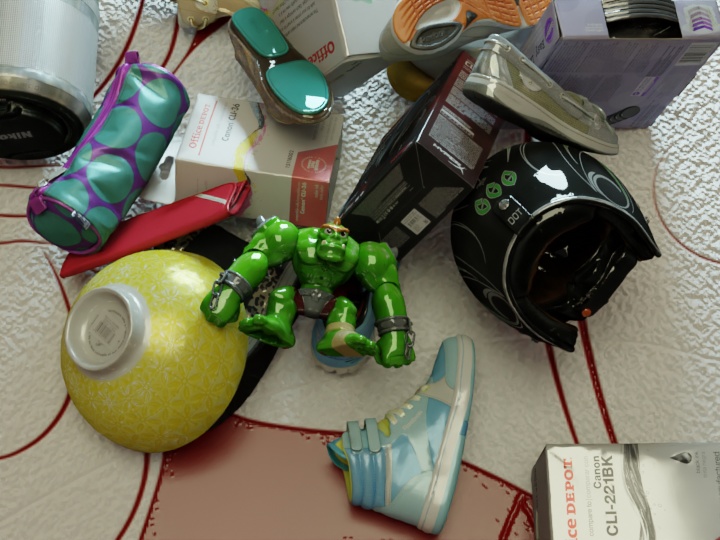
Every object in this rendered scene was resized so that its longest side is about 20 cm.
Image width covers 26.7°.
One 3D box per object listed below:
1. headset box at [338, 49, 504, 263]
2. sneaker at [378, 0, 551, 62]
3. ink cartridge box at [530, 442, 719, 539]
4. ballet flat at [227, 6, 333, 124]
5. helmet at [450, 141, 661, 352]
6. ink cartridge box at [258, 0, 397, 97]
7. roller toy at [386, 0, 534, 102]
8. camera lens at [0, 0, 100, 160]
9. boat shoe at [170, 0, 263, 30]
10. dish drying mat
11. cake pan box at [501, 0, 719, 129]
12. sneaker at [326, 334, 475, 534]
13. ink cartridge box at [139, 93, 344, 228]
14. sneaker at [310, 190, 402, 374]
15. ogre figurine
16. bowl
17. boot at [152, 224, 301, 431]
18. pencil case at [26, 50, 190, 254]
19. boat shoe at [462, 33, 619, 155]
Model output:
[{"bbox_3d":[0.068,-0.115,1.511,0.077,0.149,0.200,37,41,-10],"label":"headset box"},{"bbox_3d":[0.103,-0.257,1.513,0.199,0.092,0.076,-17,88,-24],"label":"sneaker"},{"bbox_3d":[0.268,0.242,1.434,0.199,0.084,0.145,-1,68,-1],"label":"ink cartridge box"},{"bbox_3d":[-0.080,-0.194,1.557,0.068,0.068,0.200,-14,46,-17],"label":"ballet flat"},{"bbox_3d":[0.183,-0.031,1.485,0.199,0.201,0.191,-4,22,-11],"label":"helmet"},{"bbox_3d":[-0.039,-0.293,1.593,0.084,0.145,0.201,-9,81,-32],"label":"ink cartridge box"},{"bbox_3d":[0.119,-0.280,1.625,0.181,0.140,0.201,1,75,5],"label":"roller toy"},{"bbox_3d":[-0.355,-0.227,1.580,0.159,0.160,0.201,1,66,-1],"label":"camera lens"},{"bbox_3d":[-0.184,-0.299,1.669,0.199,0.074,0.069,27,92,1],"label":"boat shoe"},{"bbox_3d":[-0.207,-0.043,1.515,0.199,0.018,0.077,-18,25,20],"label":"dish drying mat"},{"bbox_3d":[0.249,-0.209,1.546,0.183,0.200,0.053,-5,69,-16],"label":"cake pan box"},{"bbox_3d":[0.039,0.145,1.474,0.130,0.080,0.201,12,66,2],"label":"sneaker"},{"bbox_3d":[-0.123,-0.117,1.568,0.199,0.068,0.117,8,43,2],"label":"ink cartridge box"},{"bbox_3d":[0.000,0.000,1.528,0.078,0.090,0.201,9,67,3],"label":"sneaker"},{"bbox_3d":[-0.042,0.016,1.429,0.199,0.098,0.121,6,67,8],"label":"ogre figurine"},{"bbox_3d":[-0.217,0.066,1.441,0.199,0.108,0.201,-9,71,27],"label":"bowl"},{"bbox_3d":[-0.157,0.047,1.520,0.153,0.074,0.204,28,73,18],"label":"boot"},{"bbox_3d":[-0.252,-0.116,1.522,0.085,0.092,0.201,-1,51,43],"label":"pencil case"},{"bbox_3d":[0.185,-0.163,1.477,0.201,0.074,0.065,21,88,-35],"label":"boat shoe"}]
